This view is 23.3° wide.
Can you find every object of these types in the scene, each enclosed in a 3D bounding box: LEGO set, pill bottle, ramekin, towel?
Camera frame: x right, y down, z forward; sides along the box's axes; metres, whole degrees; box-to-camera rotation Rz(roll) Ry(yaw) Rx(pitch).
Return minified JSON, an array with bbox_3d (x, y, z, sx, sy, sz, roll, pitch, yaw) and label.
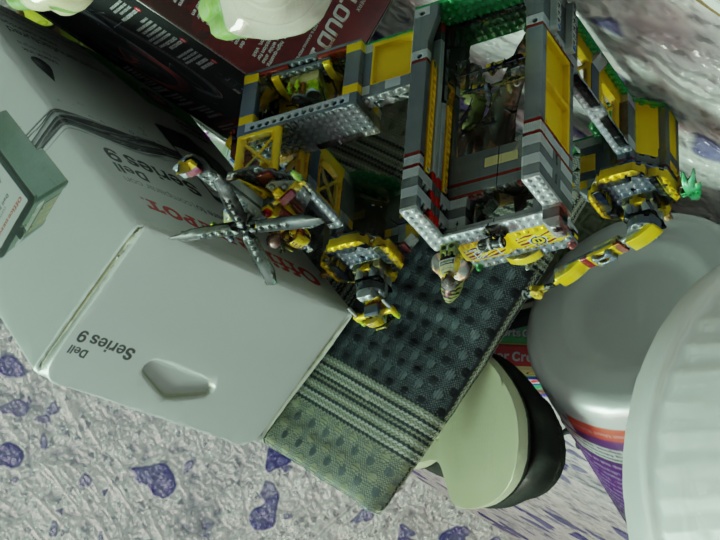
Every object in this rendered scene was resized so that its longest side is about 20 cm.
[{"bbox_3d":[0.033,-0.022,0.704,0.198,0.117,0.154,-8,145,20],"label":"LEGO set"},{"bbox_3d":[0.163,0.075,0.837,0.111,0.112,0.200,21,156,42],"label":"pill bottle"},{"bbox_3d":[0.210,0.083,0.700,0.202,0.204,0.094,34,157,-20],"label":"ramekin"},{"bbox_3d":[0.000,0.000,0.847,0.199,0.194,0.034,29,174,45],"label":"towel"}]

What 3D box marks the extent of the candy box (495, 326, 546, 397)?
[{"bbox_3d":[0.062,0.029,1.022,0.167,0.078,0.200,4,171,-5],"label":"candy box"}]

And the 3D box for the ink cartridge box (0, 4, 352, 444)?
[{"bbox_3d":[-0.115,-0.025,0.813,0.145,0.084,0.200,24,-161,-48],"label":"ink cartridge box"}]

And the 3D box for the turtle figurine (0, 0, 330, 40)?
[{"bbox_3d":[-0.084,-0.151,0.536,0.145,0.199,0.194,63,-171,23],"label":"turtle figurine"}]

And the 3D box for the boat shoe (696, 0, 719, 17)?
[{"bbox_3d":[0.148,-0.061,0.478,0.199,0.074,0.076,34,170,-20],"label":"boat shoe"}]

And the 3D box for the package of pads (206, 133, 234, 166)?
[{"bbox_3d":[-0.098,-0.038,1.105,0.200,0.155,0.068,40,174,-38],"label":"package of pads"}]

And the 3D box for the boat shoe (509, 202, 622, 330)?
[{"bbox_3d":[0.054,0.003,0.886,0.198,0.075,0.062,-13,159,14],"label":"boat shoe"}]

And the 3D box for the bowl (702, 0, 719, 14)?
[{"bbox_3d":[0.106,-0.099,0.316,0.199,0.108,0.200,30,170,6],"label":"bowl"}]

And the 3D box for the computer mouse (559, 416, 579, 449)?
[{"bbox_3d":[0.209,0.078,0.966,0.198,0.044,0.110,2,169,7],"label":"computer mouse"}]

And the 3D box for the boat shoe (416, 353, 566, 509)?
[{"bbox_3d":[0.065,0.077,0.845,0.062,0.075,0.201,9,176,-10],"label":"boat shoe"}]

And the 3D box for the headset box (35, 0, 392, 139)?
[{"bbox_3d":[-0.085,-0.134,0.810,0.199,0.075,0.148,33,170,-16],"label":"headset box"}]

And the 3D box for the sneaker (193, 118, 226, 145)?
[{"bbox_3d":[-0.033,-0.078,0.959,0.199,0.067,0.091,32,175,3],"label":"sneaker"}]

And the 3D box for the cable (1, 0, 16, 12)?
[{"bbox_3d":[-0.238,-0.111,1.025,0.069,0.201,0.201,21,145,20],"label":"cable"}]

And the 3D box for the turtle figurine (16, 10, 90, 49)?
[{"bbox_3d":[-0.157,-0.112,0.942,0.064,0.201,0.162,4,142,20],"label":"turtle figurine"}]
